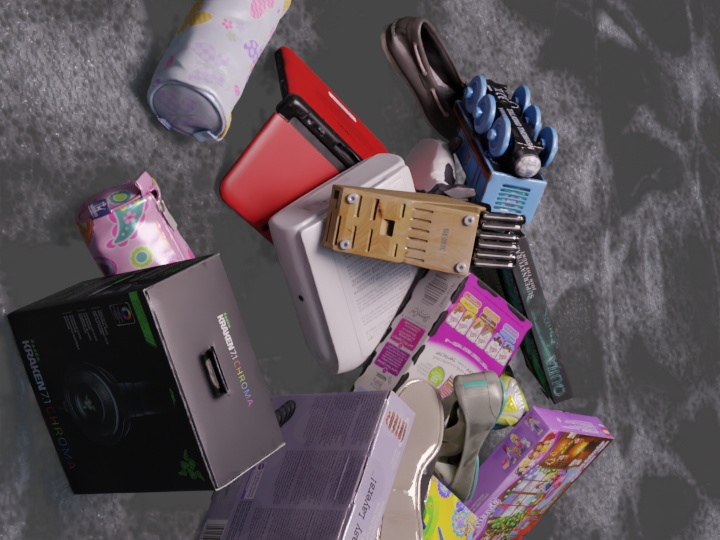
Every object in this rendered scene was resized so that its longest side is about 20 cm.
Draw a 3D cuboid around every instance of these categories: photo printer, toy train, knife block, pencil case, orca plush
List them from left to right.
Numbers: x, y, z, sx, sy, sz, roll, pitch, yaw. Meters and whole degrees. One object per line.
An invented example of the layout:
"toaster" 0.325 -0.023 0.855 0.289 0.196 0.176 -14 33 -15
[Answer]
"pencil case" -0.182 0.010 1.173 0.087 0.087 0.200 -45 117 -44
"pencil case" -0.135 -0.223 1.274 0.091 0.083 0.200 40 53 -29
"photo printer" 0.000 0.000 1.355 0.166 0.069 0.201 -34 124 -28
"knife block" 0.070 -0.045 1.323 0.176 0.199 0.064 -61 161 -81
"orca plush" 0.098 -0.095 1.468 0.105 0.200 0.071 -43 108 -4
"toy train" 0.157 -0.143 1.474 0.086 0.115 0.200 11 30 -19

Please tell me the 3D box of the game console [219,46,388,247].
"game console" -0.057 -0.110 1.395 0.200 0.119 0.173 43 22 -37

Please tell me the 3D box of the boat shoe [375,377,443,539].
"boat shoe" 0.037 0.202 1.240 0.067 0.057 0.201 15 62 -9

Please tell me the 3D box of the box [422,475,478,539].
"box" -0.003 0.284 1.299 0.200 0.122 0.193 47 51 -32

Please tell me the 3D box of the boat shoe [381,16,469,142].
"boat shoe" 0.099 -0.224 1.557 0.200 0.057 0.067 49 49 -32

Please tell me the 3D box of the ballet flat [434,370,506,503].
"ballet flat" 0.096 0.172 1.319 0.063 0.200 0.068 -2 47 -14

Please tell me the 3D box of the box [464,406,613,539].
"box" 0.186 0.246 1.490 0.137 0.200 0.039 14 31 -46

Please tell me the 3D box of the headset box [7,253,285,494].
"headset box" -0.175 0.091 1.076 0.093 0.200 0.175 -29 106 -48

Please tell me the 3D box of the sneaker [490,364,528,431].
"sneaker" 0.139 0.159 1.521 0.200 0.105 0.076 53 19 -83

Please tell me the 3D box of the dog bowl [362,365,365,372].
"dog bowl" 0.080 0.098 1.489 0.200 0.049 0.112 -43 115 -45

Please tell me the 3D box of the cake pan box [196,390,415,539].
"cake pan box" -0.057 0.208 1.203 0.052 0.184 0.200 44 51 -35

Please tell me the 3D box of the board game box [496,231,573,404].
"board game box" 0.190 0.040 1.478 0.135 0.028 0.201 -115 -174 -74

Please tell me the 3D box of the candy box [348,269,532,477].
"candy box" 0.081 0.104 1.374 0.136 0.061 0.200 37 83 -43

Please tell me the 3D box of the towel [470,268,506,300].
"towel" 0.147 0.037 1.523 0.200 0.023 0.153 -27 105 -57
